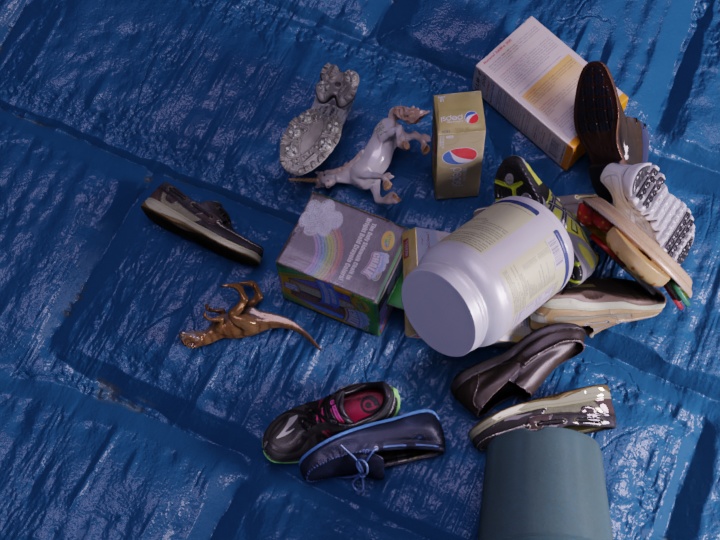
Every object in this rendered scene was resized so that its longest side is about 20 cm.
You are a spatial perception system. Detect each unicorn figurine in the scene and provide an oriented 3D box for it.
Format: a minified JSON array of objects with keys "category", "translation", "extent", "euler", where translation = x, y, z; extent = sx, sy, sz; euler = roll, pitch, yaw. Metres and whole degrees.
[{"category":"unicorn figurine","translation":[0.017,-0.157,1.748],"extent":[0.200,0.074,0.137],"euler":[-46,42,-9]}]

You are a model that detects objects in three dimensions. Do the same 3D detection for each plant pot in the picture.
[{"category":"plant pot","translation":[0.231,0.313,1.504],"extent":[0.198,0.201,0.198],"euler":[3,60,3]}]

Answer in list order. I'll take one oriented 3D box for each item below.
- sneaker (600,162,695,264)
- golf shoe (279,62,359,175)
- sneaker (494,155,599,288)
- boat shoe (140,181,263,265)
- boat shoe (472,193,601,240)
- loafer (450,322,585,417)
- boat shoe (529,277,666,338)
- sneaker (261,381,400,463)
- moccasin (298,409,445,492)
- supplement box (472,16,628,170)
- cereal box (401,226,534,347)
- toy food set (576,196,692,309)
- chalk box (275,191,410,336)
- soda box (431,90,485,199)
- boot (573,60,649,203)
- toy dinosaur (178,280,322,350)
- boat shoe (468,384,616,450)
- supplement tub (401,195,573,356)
[{"category":"sneaker","translation":[0.401,-0.081,1.675],"extent":[0.075,0.200,0.081],"euler":[-51,37,-15]},{"category":"golf shoe","translation":[-0.058,-0.204,1.772],"extent":[0.078,0.097,0.201],"euler":[25,61,8]},{"category":"sneaker","translation":[0.254,-0.069,1.658],"extent":[0.076,0.075,0.201],"euler":[-21,78,-45]},{"category":"boat shoe","translation":[-0.222,-0.072,1.739],"extent":[0.200,0.072,0.066],"euler":[24,75,17]},{"category":"boat shoe","translation":[0.254,-0.078,1.725],"extent":[0.200,0.072,0.061],"euler":[0,66,-5]},{"category":"loafer","translation":[0.223,0.141,1.630],"extent":[0.199,0.073,0.072],"euler":[-28,56,1]},{"category":"boat shoe","translation":[0.325,0.056,1.671],"extent":[0.198,0.077,0.072],"euler":[2,23,-12]},{"category":"sneaker","translation":[-0.043,0.193,1.613],"extent":[0.199,0.084,0.077],"euler":[-25,67,-8]},{"category":"moccasin","translation":[0.018,0.242,1.591],"extent":[0.199,0.081,0.069],"euler":[-20,61,-5]},{"category":"supplement box","translation":[0.280,-0.265,1.799],"extent":[0.126,0.074,0.200],"euler":[-41,73,-15]},{"category":"cereal box","translation":[0.147,0.026,1.638],"extent":[0.199,0.039,0.145],"euler":[9,71,-31]},{"category":"toy food set","translation":[0.367,-0.022,1.611],"extent":[0.049,0.198,0.200],"euler":[-48,40,6]},{"category":"chalk box","translation":[0.000,0.000,1.673],"extent":[0.199,0.124,0.125],"euler":[23,68,11]},{"category":"soda box","translation":[0.136,-0.173,1.697],"extent":[0.067,0.200,0.065],"euler":[-5,67,0]},{"category":"boot","translation":[0.361,-0.206,1.723],"extent":[0.074,0.202,0.097],"euler":[2,20,38]},{"category":"toy dinosaur","translation":[-0.154,0.068,1.696],"extent":[0.198,0.060,0.107],"euler":[-7,91,5]},{"category":"boat shoe","translation":[0.245,0.207,1.596],"extent":[0.199,0.072,0.066],"euler":[-16,66,-9]},{"category":"supplement tub","translation":[0.162,0.008,1.539],"extent":[0.145,0.145,0.199],"euler":[44,53,18]}]
